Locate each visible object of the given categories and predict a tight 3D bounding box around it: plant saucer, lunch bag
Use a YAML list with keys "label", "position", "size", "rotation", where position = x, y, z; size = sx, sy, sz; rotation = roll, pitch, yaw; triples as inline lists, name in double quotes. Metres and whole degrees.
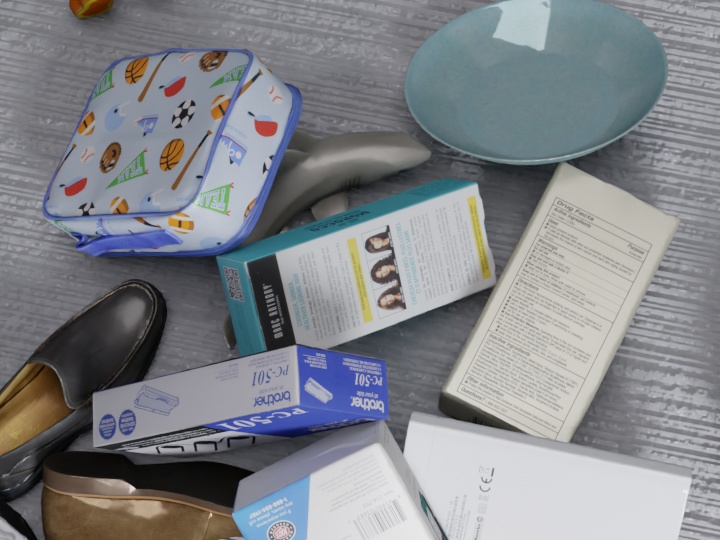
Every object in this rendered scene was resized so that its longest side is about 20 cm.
- label: "plant saucer"
  position: [0.134, -0.136, 1.452]
  size: [0.201, 0.039, 0.201]
  rotation: [-6, 43, 5]
- label: "lunch bag"
  position: [-0.144, -0.081, 1.404]
  size: [0.200, 0.076, 0.161]
  rotation: [-2, 62, 45]

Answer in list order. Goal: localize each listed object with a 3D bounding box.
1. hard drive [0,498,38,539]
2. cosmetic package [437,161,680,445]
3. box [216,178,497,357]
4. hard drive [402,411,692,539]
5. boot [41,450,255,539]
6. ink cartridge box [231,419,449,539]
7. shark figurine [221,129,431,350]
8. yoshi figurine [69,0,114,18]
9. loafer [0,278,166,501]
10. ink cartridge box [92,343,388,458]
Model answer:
- label: "hard drive"
  position: [-0.295, 0.207, 1.298]
  size: [0.140, 0.200, 0.038]
  rotation: [-33, 77, -9]
- label: "cosmetic package"
  position: [0.146, 0.033, 1.408]
  size: [0.105, 0.071, 0.200]
  rotation: [28, 76, 7]
- label: "box"
  position: [0.000, 0.000, 1.384]
  size: [0.200, 0.049, 0.082]
  rotation: [-19, 105, -26]
- label: "hard drive"
  position: [0.123, 0.182, 1.352]
  size: [0.200, 0.027, 0.132]
  rotation: [11, 109, 5]
- label: "boot"
  position: [-0.133, 0.182, 1.385]
  size: [0.200, 0.074, 0.076]
  rotation: [7, 103, -2]
- label: "ink cartridge box"
  position: [0.009, 0.216, 1.323]
  size: [0.116, 0.067, 0.200]
  rotation: [-26, 103, 7]
- label: "shark figurine"
  position: [-0.063, -0.045, 1.426]
  size: [0.128, 0.090, 0.215]
  rotation: [34, 81, 25]
- label: "yoshi figurine"
  position: [-0.222, -0.307, 1.526]
  size: [0.112, 0.112, 0.200]
  rotation: [-23, 87, 35]
- label: "loafer"
  position: [-0.216, 0.083, 1.401]
  size: [0.073, 0.072, 0.200]
  rotation: [35, 76, 12]
- label: "ink cartridge box"
  position: [-0.086, 0.094, 1.328]
  size: [0.200, 0.094, 0.044]
  rotation: [-15, 71, 39]
